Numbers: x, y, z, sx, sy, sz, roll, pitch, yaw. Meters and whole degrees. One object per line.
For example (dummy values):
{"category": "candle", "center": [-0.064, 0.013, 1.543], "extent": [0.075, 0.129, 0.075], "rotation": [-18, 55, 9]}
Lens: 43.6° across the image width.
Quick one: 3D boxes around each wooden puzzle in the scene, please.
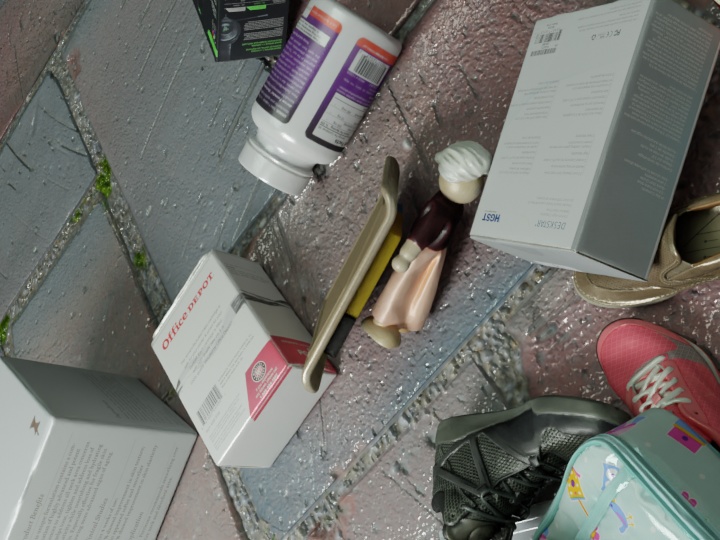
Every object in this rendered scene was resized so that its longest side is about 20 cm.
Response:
{"category": "wooden puzzle", "center": [0.000, 0.000, 0.862], "extent": [0.185, 0.037, 0.201], "rotation": [-78, 11, -74]}

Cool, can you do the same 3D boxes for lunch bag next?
{"category": "lunch bag", "center": [0.194, 0.200, 0.610], "extent": [0.161, 0.077, 0.201], "rotation": [48, 145, 32]}

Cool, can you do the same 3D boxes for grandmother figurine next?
{"category": "grandmother figurine", "center": [0.066, -0.029, 0.834], "extent": [0.060, 0.121, 0.201], "rotation": [26, 117, 2]}

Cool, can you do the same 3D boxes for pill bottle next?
{"category": "pill bottle", "center": [-0.050, -0.187, 0.982], "extent": [0.111, 0.111, 0.201], "rotation": [44, 108, 41]}

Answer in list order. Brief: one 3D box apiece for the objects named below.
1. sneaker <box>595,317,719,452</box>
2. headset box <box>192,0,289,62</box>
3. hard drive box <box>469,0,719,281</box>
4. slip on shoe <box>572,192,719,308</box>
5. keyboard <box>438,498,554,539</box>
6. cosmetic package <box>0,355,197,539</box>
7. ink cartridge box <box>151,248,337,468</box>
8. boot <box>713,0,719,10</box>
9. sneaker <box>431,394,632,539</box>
{"category": "sneaker", "center": [0.236, 0.103, 0.652], "extent": [0.074, 0.086, 0.201], "rotation": [-50, 50, 19]}
{"category": "headset box", "center": [-0.151, -0.378, 1.089], "extent": [0.201, 0.092, 0.175], "rotation": [104, 149, -53]}
{"category": "hard drive box", "center": [0.184, -0.105, 0.730], "extent": [0.156, 0.076, 0.202], "rotation": [17, 88, 66]}
{"category": "slip on shoe", "center": [0.247, -0.020, 0.693], "extent": [0.199, 0.060, 0.077], "rotation": [-13, 69, 41]}
{"category": "keyboard", "center": [0.148, 0.225, 0.753], "extent": [0.199, 0.011, 0.057], "rotation": [-27, 66, 35]}
{"category": "cosmetic package", "center": [-0.338, 0.221, 1.069], "extent": [0.166, 0.199, 0.169], "rotation": [28, 96, 43]}
{"category": "ink cartridge box", "center": [-0.135, 0.096, 0.998], "extent": [0.146, 0.084, 0.200], "rotation": [-54, 51, 17]}
{"category": "boot", "center": [0.286, -0.251, 0.696], "extent": [0.075, 0.107, 0.201], "rotation": [-38, 53, 30]}
{"category": "sneaker", "center": [0.129, 0.165, 0.714], "extent": [0.199, 0.076, 0.115], "rotation": [-23, 43, 45]}
